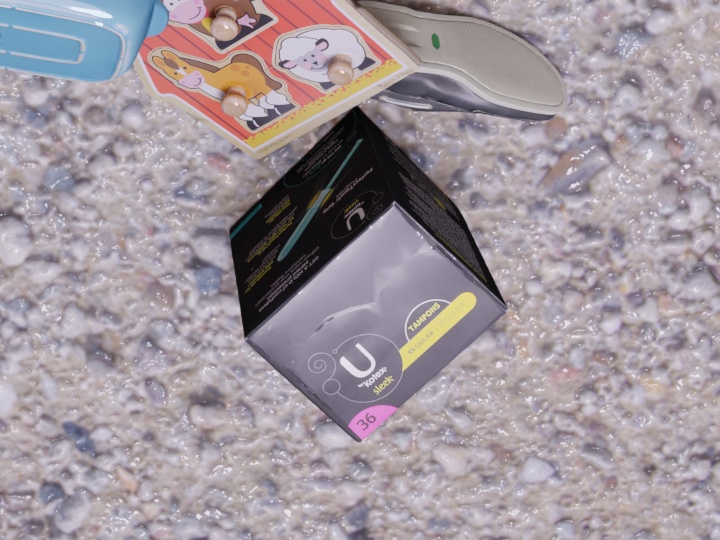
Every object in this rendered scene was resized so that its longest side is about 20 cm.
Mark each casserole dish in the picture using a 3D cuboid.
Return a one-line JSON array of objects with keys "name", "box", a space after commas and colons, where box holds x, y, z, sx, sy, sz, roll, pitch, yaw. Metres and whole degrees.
[{"name": "casserole dish", "box": [-0.225, -0.165, 1.246, 0.199, 0.121, 0.039, 10, 68, -10]}]

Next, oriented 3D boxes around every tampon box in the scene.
[{"name": "tampon box", "box": [0.000, 0.000, 1.440, 0.150, 0.200, 0.126, -43, 113, 12]}]

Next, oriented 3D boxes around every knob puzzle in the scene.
[{"name": "knob puzzle", "box": [-0.086, -0.160, 1.383, 0.219, 0.031, 0.220, 6, 145, 4]}]

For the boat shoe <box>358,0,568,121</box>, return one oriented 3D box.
[{"name": "boat shoe", "box": [0.062, -0.151, 1.467, 0.199, 0.072, 0.068, 12, 148, -20]}]
